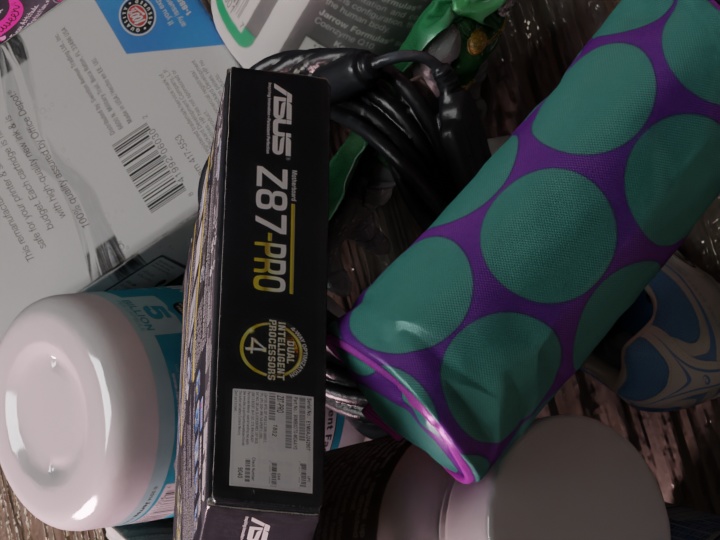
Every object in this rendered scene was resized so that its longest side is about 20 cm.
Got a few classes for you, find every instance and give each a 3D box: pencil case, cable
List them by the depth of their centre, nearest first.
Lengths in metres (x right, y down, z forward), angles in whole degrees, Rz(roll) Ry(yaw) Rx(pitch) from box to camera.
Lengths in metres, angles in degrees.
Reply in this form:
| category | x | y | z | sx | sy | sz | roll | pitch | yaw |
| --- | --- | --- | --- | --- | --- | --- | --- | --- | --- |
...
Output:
| category | x | y | z | sx | sy | sz | roll | pitch | yaw |
| --- | --- | --- | --- | --- | --- | --- | --- | --- | --- |
| pencil case | 0.076 | -0.016 | 0.925 | 0.200 | 0.085 | 0.092 | -48 | 6 | -9 |
| cable | 0.000 | 0.000 | 1.068 | 0.163 | 0.051 | 0.201 | -8 | 105 | 39 |

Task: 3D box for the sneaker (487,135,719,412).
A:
| category | x | y | z | sx | sy | sz | roll | pitch | yaw |
| --- | --- | --- | --- | --- | --- | --- | --- | --- | --- |
| sneaker | 0.091 | -0.006 | 1.061 | 0.200 | 0.072 | 0.072 | 44 | 124 | 48 |

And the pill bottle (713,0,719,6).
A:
| category | x | y | z | sx | sy | sz | roll | pitch | yaw |
| --- | --- | --- | --- | --- | --- | --- | --- | --- | --- |
| pill bottle | 0.166 | -0.152 | 0.926 | 0.200 | 0.119 | 0.120 | 37 | 117 | 48 |

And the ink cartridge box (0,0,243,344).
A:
| category | x | y | z | sx | sy | sz | roll | pitch | yaw |
| --- | --- | --- | --- | --- | --- | --- | --- | --- | --- |
| ink cartridge box | -0.138 | -0.046 | 1.206 | 0.200 | 0.086 | 0.147 | -34 | 64 | 4 |

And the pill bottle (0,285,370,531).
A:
| category | x | y | z | sx | sy | sz | roll | pitch | yaw |
| --- | --- | --- | --- | --- | --- | --- | --- | --- | --- |
| pill bottle | -0.072 | 0.061 | 1.167 | 0.110 | 0.199 | 0.112 | 5 | 96 | 47 |

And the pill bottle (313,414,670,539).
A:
| category | x | y | z | sx | sy | sz | roll | pitch | yaw |
| --- | --- | --- | --- | --- | --- | --- | --- | --- | --- |
| pill bottle | 0.029 | 0.124 | 1.014 | 0.200 | 0.113 | 0.115 | -19 | 73 | 53 |

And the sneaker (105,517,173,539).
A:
| category | x | y | z | sx | sy | sz | roll | pitch | yaw |
| --- | --- | --- | --- | --- | --- | --- | --- | --- | --- |
| sneaker | -0.087 | 0.169 | 1.236 | 0.200 | 0.078 | 0.091 | 70 | -160 | -77 |

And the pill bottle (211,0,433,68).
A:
| category | x | y | z | sx | sy | sz | roll | pitch | yaw |
| --- | --- | --- | --- | --- | --- | --- | --- | --- | --- |
| pill bottle | 0.018 | -0.178 | 1.138 | 0.200 | 0.113 | 0.113 | -55 | 47 | 36 |

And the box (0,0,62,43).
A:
| category | x | y | z | sx | sy | sz | roll | pitch | yaw |
| --- | --- | --- | --- | --- | --- | --- | --- | --- | --- |
| box | -0.197 | -0.243 | 1.440 | 0.200 | 0.114 | 0.133 | -44 | 54 | 43 |

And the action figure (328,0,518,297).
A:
| category | x | y | z | sx | sy | sz | roll | pitch | yaw |
| --- | --- | --- | --- | --- | --- | --- | --- | --- | --- |
| action figure | 0.026 | -0.073 | 1.113 | 0.055 | 0.118 | 0.200 | 35 | 133 | 5 |

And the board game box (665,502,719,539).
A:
| category | x | y | z | sx | sy | sz | roll | pitch | yaw |
| --- | --- | --- | --- | --- | --- | --- | --- | --- | --- |
| board game box | 0.129 | 0.204 | 1.003 | 0.199 | 0.061 | 0.201 | 8 | 95 | 53 |

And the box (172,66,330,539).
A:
| category | x | y | z | sx | sy | sz | roll | pitch | yaw |
| --- | --- | --- | --- | --- | --- | --- | --- | --- | --- |
| box | -0.047 | 0.046 | 0.962 | 0.161 | 0.049 | 0.201 | 109 | 164 | -54 |
